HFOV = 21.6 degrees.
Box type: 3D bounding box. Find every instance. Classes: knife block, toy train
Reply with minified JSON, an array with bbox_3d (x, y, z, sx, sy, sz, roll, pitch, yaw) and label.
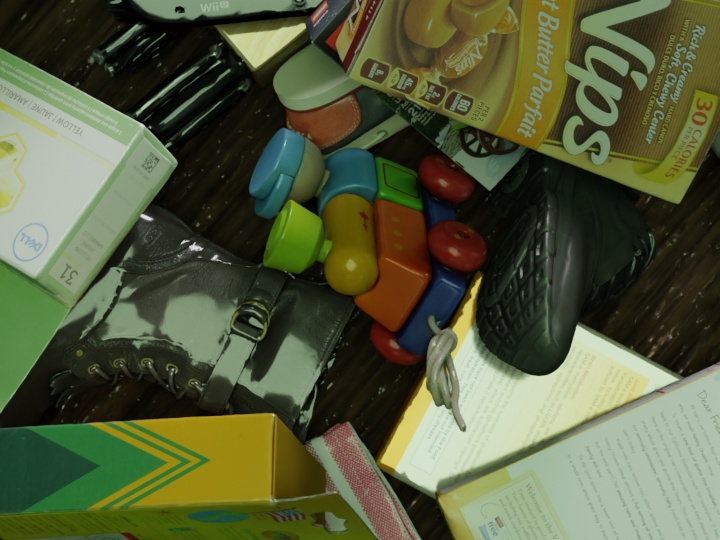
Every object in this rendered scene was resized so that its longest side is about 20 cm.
[{"bbox_3d":[-0.049,-0.144,1.086,0.200,0.064,0.176,6,88,1],"label":"knife block"},{"bbox_3d":[0.000,0.000,1.004,0.116,0.200,0.085,21,121,-16],"label":"toy train"}]

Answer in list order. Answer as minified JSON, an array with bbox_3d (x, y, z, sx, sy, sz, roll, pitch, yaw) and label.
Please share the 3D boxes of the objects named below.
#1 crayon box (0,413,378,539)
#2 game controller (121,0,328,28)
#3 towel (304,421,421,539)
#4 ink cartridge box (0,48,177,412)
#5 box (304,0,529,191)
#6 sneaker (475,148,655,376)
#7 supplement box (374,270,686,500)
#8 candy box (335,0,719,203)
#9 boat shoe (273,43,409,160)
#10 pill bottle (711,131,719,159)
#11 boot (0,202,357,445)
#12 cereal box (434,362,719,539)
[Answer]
[{"bbox_3d":[-0.097,0.120,1.023,0.200,0.127,0.051,-3,70,10],"label":"crayon box"},{"bbox_3d":[-0.038,-0.192,1.036,0.200,0.042,0.105,-6,87,1],"label":"game controller"},{"bbox_3d":[-0.056,0.197,1.085,0.200,0.030,0.147,-31,86,-1],"label":"towel"},{"bbox_3d":[-0.212,-0.015,1.047,0.145,0.048,0.200,29,79,35],"label":"ink cartridge box"},{"bbox_3d":[0.086,-0.159,1.014,0.137,0.038,0.200,37,104,-22],"label":"box"},{"bbox_3d":[0.119,-0.011,1.026,0.091,0.200,0.076,29,128,-11],"label":"sneaker"},{"bbox_3d":[0.123,0.101,1.066,0.200,0.074,0.126,29,87,2],"label":"supplement box"},{"bbox_3d":[0.101,-0.124,0.980,0.200,0.055,0.116,19,112,-17],"label":"candy box"},{"bbox_3d":[0.047,-0.126,1.087,0.200,0.071,0.063,-28,129,-3],"label":"boat shoe"},{"bbox_3d":[0.295,-0.029,1.054,0.109,0.109,0.200,-36,88,-1],"label":"pill bottle"},{"bbox_3d":[-0.108,0.058,1.074,0.174,0.069,0.200,31,88,1],"label":"boot"},{"bbox_3d":[0.158,0.144,1.006,0.200,0.040,0.144,-23,88,-2],"label":"cereal box"}]
